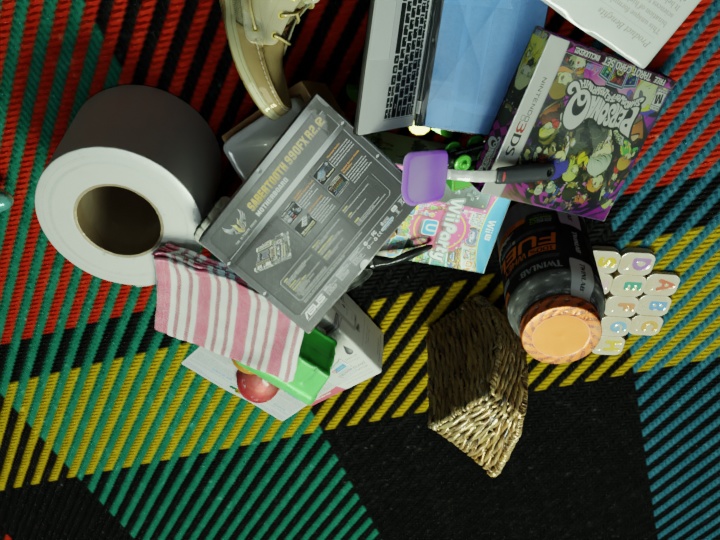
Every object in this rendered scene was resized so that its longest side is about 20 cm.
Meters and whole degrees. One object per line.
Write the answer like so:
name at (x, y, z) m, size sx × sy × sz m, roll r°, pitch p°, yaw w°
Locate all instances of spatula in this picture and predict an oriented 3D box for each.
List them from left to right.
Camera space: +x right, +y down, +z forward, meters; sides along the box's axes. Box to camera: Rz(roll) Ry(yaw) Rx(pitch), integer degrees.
spatula at (0.128, -0.101, 0.841) m, size 0.195 × 0.021 × 0.058 m, roll -5°, pitch 112°, yaw -22°

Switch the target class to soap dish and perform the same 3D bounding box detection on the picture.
soap dish at (-0.056, -0.110, 0.935) m, size 0.156 × 0.081 × 0.202 m, roll -21°, pitch 108°, yaw 42°

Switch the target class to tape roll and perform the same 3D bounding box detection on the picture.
tape roll at (-0.278, -0.103, 0.968) m, size 0.197 × 0.141 × 0.206 m, roll 2°, pitch 130°, yaw 2°

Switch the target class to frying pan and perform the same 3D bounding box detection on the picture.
frying pan at (-0.009, 0.001, 1.006) m, size 0.188 × 0.031 × 0.114 m, roll -31°, pitch 166°, yaw 26°

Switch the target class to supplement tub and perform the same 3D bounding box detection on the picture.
supplement tub at (0.238, 0.009, 0.994) m, size 0.119 × 0.202 × 0.124 m, roll 1°, pitch 131°, yaw 1°

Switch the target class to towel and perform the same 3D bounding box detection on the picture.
towel at (-0.162, 0.057, 0.957) m, size 0.196 × 0.030 × 0.148 m, roll 20°, pitch 134°, yaw 8°

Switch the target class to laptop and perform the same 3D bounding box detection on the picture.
laptop at (0.100, -0.231, 0.817) m, size 0.114 × 0.199 × 0.192 m, roll 19°, pitch 113°, yaw 28°

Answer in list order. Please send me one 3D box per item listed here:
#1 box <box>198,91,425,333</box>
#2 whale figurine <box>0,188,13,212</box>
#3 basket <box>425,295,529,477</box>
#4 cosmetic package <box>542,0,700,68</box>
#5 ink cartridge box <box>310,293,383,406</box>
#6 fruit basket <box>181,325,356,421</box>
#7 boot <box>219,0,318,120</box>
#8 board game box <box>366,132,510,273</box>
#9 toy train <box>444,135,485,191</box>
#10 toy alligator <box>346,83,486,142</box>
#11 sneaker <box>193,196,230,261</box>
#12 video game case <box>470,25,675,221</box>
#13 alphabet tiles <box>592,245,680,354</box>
box at (-0.052, -0.060, 0.846) m, size 0.158 × 0.048 × 0.201 m, roll 39°, pitch 97°, yaw -12°
whale figurine at (-0.546, -0.116, 0.995) m, size 0.158 × 0.105 × 0.199 m, roll -33°, pitch 122°, yaw 27°
basket at (0.189, 0.156, 1.124) m, size 0.142 × 0.202 × 0.148 m, roll -37°, pitch 118°, yaw 28°
cosmetic package at (0.243, -0.336, 0.714) m, size 0.165 × 0.168 × 0.201 m, roll 26°, pitch 124°, yaw -18°
ink cartridge box at (-0.079, 0.089, 1.159) m, size 0.145 × 0.084 × 0.200 m, roll -27°, pitch 124°, yaw 25°
fruit basket at (-0.129, 0.130, 1.100) m, size 0.183 × 0.095 × 0.199 m, roll 33°, pitch 141°, yaw -20°
boot at (-0.062, -0.272, 0.811) m, size 0.152 × 0.073 × 0.205 m, roll -15°, pitch 90°, yaw 12°
board game box at (0.083, -0.086, 1.013) m, size 0.195 × 0.065 × 0.150 m, roll 9°, pitch 132°, yaw -5°
toy train at (0.186, -0.140, 0.936) m, size 0.196 × 0.042 × 0.057 m, roll -16°, pitch 134°, yaw -13°
toy alligator at (0.081, -0.193, 0.922) m, size 0.196 × 0.060 × 0.055 m, roll 19°, pitch 130°, yaw -13°
sneaker at (-0.132, -0.020, 0.964) m, size 0.089 × 0.200 × 0.079 m, roll 39°, pitch 92°, yaw 12°
video game case at (0.240, -0.158, 0.893) m, size 0.196 × 0.036 × 0.184 m, roll 9°, pitch 117°, yaw -29°
alphabet tiles at (0.353, 0.048, 1.145) m, size 0.190 × 0.015 × 0.203 m, roll 3°, pitch 130°, yaw 0°
